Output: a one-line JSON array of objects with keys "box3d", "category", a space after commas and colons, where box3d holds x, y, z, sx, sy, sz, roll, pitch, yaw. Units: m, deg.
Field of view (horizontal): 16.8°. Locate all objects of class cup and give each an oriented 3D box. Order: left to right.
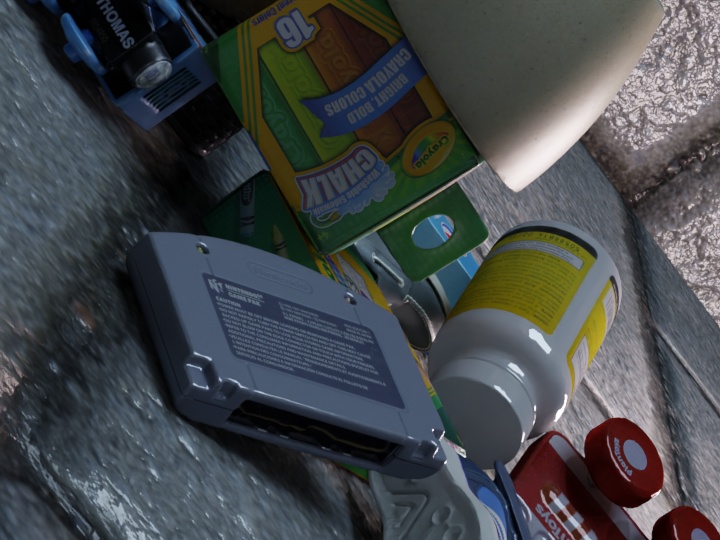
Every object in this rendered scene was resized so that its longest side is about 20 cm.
[{"box3d": [0.110, -0.174, 1.574, 0.201, 0.143, 0.200, 56, 10, -16], "category": "cup"}]

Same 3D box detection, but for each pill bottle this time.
[{"box3d": [0.115, 0.057, 1.809, 0.111, 0.111, 0.200, 51, 38, -12], "category": "pill bottle"}]

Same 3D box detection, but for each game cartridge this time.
[{"box3d": [-0.044, 0.046, 1.412, 0.199, 0.041, 0.134, 20, 38, -39], "category": "game cartridge"}]

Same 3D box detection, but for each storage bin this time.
[{"box3d": [-0.113, -0.181, 1.752, 0.135, 0.094, 0.200, 51, 13, -14], "category": "storage bin"}]

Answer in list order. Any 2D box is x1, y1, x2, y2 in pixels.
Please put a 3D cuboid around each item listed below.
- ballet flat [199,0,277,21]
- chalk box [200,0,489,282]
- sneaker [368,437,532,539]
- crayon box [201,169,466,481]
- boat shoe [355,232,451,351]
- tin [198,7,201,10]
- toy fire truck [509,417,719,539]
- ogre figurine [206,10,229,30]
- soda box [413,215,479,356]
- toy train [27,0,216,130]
[{"box3d": [-0.129, -0.246, 1.608, 0.200, 0.068, 0.072, 55, 14, 16], "category": "ballet flat"}, {"box3d": [0.007, -0.090, 1.584, 0.201, 0.124, 0.124, 58, 11, 0], "category": "chalk box"}, {"box3d": [0.075, 0.196, 1.469, 0.147, 0.080, 0.200, 49, 15, -32], "category": "sneaker"}, {"box3d": [-0.018, 0.042, 1.587, 0.119, 0.058, 0.201, 36, 22, -57], "category": "crayon box"}, {"box3d": [0.000, 0.000, 1.816, 0.200, 0.073, 0.062, 54, 53, -33], "category": "boat shoe"}, {"box3d": [-0.085, -0.189, 2.017, 0.112, 0.042, 0.200, 48, 13, -8], "category": "tin"}, {"box3d": [0.168, 0.216, 1.761, 0.200, 0.112, 0.168, 53, 36, -5], "category": "toy fire truck"}, {"box3d": [-0.129, -0.276, 1.884, 0.201, 0.120, 0.098, 58, 13, 20], "category": "ogre figurine"}, {"box3d": [0.028, -0.034, 1.943, 0.200, 0.068, 0.064, 55, 13, 3], "category": "soda box"}, {"box3d": [-0.171, -0.190, 1.592, 0.201, 0.086, 0.114, 57, 3, 22], "category": "toy train"}]
